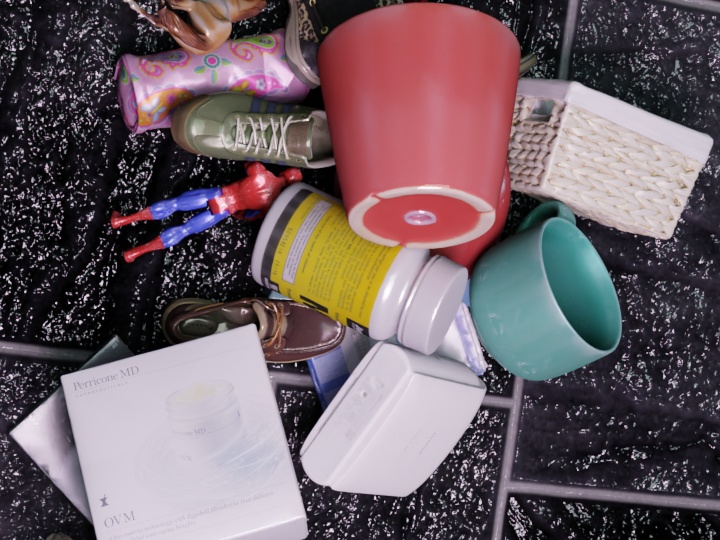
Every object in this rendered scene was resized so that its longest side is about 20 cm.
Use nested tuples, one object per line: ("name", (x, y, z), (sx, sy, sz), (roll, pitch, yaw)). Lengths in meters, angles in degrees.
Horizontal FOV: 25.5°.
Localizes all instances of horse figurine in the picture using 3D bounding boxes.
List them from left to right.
("horse figurine", (-0.165, -0.268, 1.592), (0.132, 0.201, 0.050), (38, 119, -16))

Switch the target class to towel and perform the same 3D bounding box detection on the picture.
("towel", (0.035, 0.079, 1.753), (0.198, 0.024, 0.148), (-20, 100, -17))

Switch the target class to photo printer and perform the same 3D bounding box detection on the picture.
("photo printer", (0.043, 0.161, 1.683), (0.167, 0.069, 0.199), (-54, 150, 11))

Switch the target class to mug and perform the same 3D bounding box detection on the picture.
("mug", (0.189, 0.030, 1.662), (0.153, 0.114, 0.185), (58, 31, -7))

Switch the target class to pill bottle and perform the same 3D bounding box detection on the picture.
("pill bottle", (0.000, 0.000, 1.597), (0.199, 0.114, 0.115), (25, 85, 15))

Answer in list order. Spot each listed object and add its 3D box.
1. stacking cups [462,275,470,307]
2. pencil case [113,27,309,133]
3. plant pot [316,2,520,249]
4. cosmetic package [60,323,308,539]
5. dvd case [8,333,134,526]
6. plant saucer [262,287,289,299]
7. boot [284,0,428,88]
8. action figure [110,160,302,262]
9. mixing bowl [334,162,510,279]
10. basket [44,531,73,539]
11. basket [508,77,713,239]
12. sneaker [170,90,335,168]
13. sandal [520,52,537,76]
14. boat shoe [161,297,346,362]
("stacking cups", (0.123, 0.015, 1.733), (0.199, 0.060, 0.061), (32, 83, -16))
("pencil case", (-0.151, -0.197, 1.634), (0.198, 0.087, 0.088), (-13, 99, -19))
("plant pot", (0.056, -0.128, 1.515), (0.198, 0.200, 0.179), (8, 67, -20))
("cosmetic package", (-0.171, 0.183, 1.563), (0.197, 0.123, 0.202), (-15, 72, -6))
("dvd case", (-0.247, 0.191, 1.663), (0.149, 0.016, 0.200), (-43, 107, -12))
("plant saucer", (-0.003, 0.024, 1.693), (0.198, 0.070, 0.019), (3, 94, -10))
("boot", (-0.006, -0.294, 1.609), (0.073, 0.150, 0.202), (35, 44, -38))
("action figure", (-0.154, -0.073, 1.658), (0.198, 0.099, 0.066), (-18, 104, 5))
("mixing bowl", (0.083, -0.096, 1.672), (0.198, 0.108, 0.202), (9, 64, -20))
("basket", (-0.303, 0.389, 1.562), (0.198, 0.200, 0.161), (-42, 104, -12))
("basket", (0.263, -0.122, 1.757), (0.198, 0.135, 0.125), (18, 91, -24))
("sneaker", (-0.083, -0.139, 1.585), (0.199, 0.089, 0.068), (2, 97, -39))
("sandal", (0.102, -0.215, 1.729), (0.199, 0.080, 0.058), (-13, 85, -18))
("boat shoe", (-0.107, 0.061, 1.665), (0.198, 0.072, 0.073), (5, 91, -14))
